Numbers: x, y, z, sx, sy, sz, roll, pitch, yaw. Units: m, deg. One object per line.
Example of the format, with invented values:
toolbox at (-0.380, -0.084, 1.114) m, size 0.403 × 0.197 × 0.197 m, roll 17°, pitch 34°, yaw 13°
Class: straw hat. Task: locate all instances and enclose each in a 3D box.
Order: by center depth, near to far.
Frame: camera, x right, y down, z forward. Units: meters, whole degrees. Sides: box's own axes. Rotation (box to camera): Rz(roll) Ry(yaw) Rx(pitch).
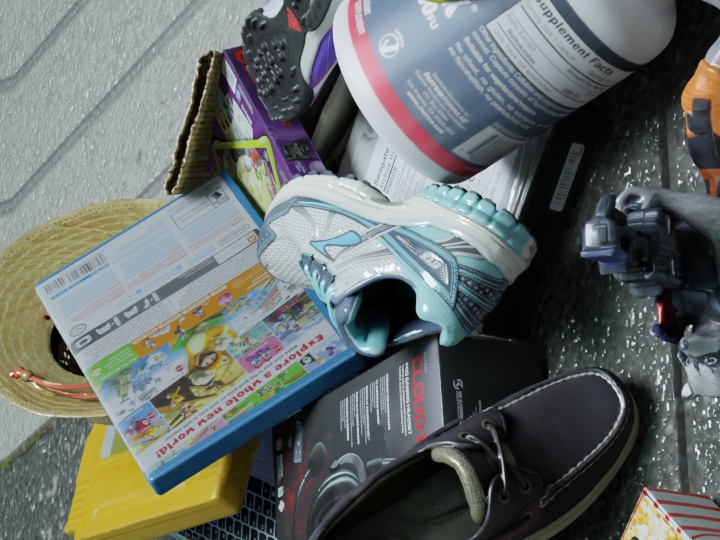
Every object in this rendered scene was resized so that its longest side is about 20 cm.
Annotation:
straw hat at (-0.154, 0.051, 1.519) m, size 0.201 × 0.200 × 0.085 m, roll -121°, pitch 15°, yaw -47°

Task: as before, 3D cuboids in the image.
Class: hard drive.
hard drive at (0.055, -0.061, 1.383) m, size 0.200 × 0.038 × 0.140 m, roll 41°, pitch 116°, yaw 55°

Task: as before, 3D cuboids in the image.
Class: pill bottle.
pill bottle at (0.095, -0.143, 1.234) m, size 0.200 × 0.119 × 0.120 m, roll -33°, pitch 52°, yaw 26°

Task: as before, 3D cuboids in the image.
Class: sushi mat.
sushi mat at (-0.100, -0.096, 1.561) m, size 0.200 × 0.012 × 0.096 m, roll -40°, pitch -34°, yaw -86°

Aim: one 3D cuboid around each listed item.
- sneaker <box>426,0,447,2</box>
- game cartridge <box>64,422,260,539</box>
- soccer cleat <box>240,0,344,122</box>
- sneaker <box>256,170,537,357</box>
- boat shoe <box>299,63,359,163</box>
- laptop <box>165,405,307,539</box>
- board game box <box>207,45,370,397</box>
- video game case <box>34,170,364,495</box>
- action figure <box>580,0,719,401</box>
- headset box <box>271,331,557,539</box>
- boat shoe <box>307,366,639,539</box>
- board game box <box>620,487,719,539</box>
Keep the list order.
sneaker at (-0.013, -0.208, 1.221) m, size 0.200 × 0.074 × 0.082 m, roll 30°, pitch 92°, yaw 30°
game cartridge at (-0.119, 0.080, 1.560) m, size 0.176 × 0.032 × 0.201 m, roll -22°, pitch 46°, yaw 46°
soccer cleat at (-0.017, -0.149, 1.360) m, size 0.068 × 0.073 × 0.200 m, roll 60°, pitch 157°, yaw 16°
sneaker at (0.000, 0.000, 1.290) m, size 0.200 × 0.078 × 0.087 m, roll 1°, pitch 53°, yaw 51°
boat shoe at (-0.018, -0.145, 1.458) m, size 0.074 × 0.063 × 0.202 m, roll -51°, pitch -15°, yaw -47°
laptop at (-0.126, 0.173, 1.528) m, size 0.187 × 0.115 × 0.201 m, roll 15°, pitch 103°, yaw 58°
board game box at (-0.042, -0.029, 1.465) m, size 0.200 × 0.032 × 0.120 m, roll 62°, pitch 152°, yaw 30°
video game case at (-0.101, 0.033, 1.430) m, size 0.143 × 0.018 × 0.200 m, roll -31°, pitch 44°, yaw -6°
action figure at (0.173, -0.032, 1.096) m, size 0.104 × 0.200 × 0.195 m, roll 7°, pitch 95°, yaw 21°
headset box at (0.033, 0.131, 1.326) m, size 0.200 × 0.077 × 0.150 m, roll -33°, pitch 54°, yaw 52°
boat shoe at (0.056, 0.112, 1.206) m, size 0.072 × 0.199 × 0.065 m, roll 58°, pitch 174°, yaw 21°
board game box at (0.150, 0.230, 1.137) m, size 0.152 × 0.046 × 0.201 m, roll 49°, pitch 123°, yaw 52°
